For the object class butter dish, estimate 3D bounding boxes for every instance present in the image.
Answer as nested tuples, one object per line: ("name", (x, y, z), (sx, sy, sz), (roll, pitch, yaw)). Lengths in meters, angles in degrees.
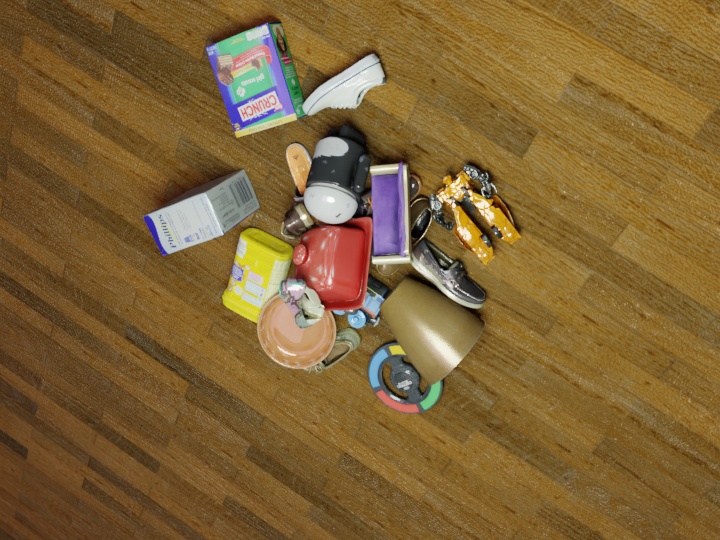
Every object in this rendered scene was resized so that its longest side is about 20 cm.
("butter dish", (-0.081, -0.021, 1.329), (0.198, 0.146, 0.204), (-5, 76, 50))

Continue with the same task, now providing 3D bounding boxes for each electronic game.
("electronic game", (0.110, 0.268, 1.525), (0.196, 0.042, 0.204), (8, 115, 18))

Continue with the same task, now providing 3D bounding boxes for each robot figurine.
("robot figurine", (-0.048, -0.200, 1.301), (0.122, 0.150, 0.204), (14, 75, -2))
("robot figurine", (0.236, -0.120, 1.285), (0.144, 0.058, 0.201), (-38, 95, 14))

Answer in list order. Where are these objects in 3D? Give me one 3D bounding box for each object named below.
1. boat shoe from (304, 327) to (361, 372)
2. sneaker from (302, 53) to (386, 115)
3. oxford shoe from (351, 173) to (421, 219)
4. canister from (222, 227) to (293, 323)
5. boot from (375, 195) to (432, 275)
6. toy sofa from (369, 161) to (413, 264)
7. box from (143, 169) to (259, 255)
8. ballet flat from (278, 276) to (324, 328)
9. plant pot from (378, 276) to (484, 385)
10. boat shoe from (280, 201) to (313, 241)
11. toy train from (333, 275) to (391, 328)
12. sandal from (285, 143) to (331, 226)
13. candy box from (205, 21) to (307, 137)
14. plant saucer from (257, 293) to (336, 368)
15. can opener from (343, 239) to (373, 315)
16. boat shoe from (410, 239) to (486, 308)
("boat shoe", (-0.087, 0.209, 1.566), (0.199, 0.063, 0.074), (-34, 98, 30))
("sneaker", (-0.035, -0.370, 1.285), (0.198, 0.073, 0.072), (-26, 96, 28))
("oxford shoe", (0.043, -0.152, 1.349), (0.197, 0.073, 0.072), (-22, 101, 27))
("canister", (-0.254, 0.014, 1.535), (0.146, 0.087, 0.203), (26, 118, 9))
("boot", (0.094, -0.066, 1.343), (0.073, 0.076, 0.202), (26, 112, -14))
("toy sofa", (0.062, -0.115, 1.258), (0.081, 0.098, 0.205), (-3, 83, 11))
("box", (-0.373, -0.139, 1.459), (0.196, 0.184, 0.107), (-14, 109, 27))
("ballet flat", (-0.116, 0.074, 1.305), (0.069, 0.071, 0.201), (4, 153, 11))
("plant pot", (0.141, 0.116, 1.365), (0.199, 0.186, 0.187), (42, 121, 1))
("boat shoe", (-0.151, -0.106, 1.381), (0.071, 0.200, 0.073), (-35, 98, -7))
("toy train", (-0.025, 0.048, 1.463), (0.198, 0.087, 0.115), (35, 112, 7))
("sandal", (-0.125, -0.186, 1.410), (0.078, 0.059, 0.210), (-20, 104, 28))
("candy box", (-0.224, -0.412, 1.341), (0.166, 0.077, 0.204), (-10, 110, 25))
("plant saucer", (-0.156, 0.142, 1.516), (0.195, 0.038, 0.205), (1, 105, 3))
("can opener", (0.000, 0.000, 1.389), (0.065, 0.053, 0.205), (10, 83, 10))
("boat shoe", (0.198, 0.006, 1.360), (0.199, 0.072, 0.065), (37, 126, 10))
